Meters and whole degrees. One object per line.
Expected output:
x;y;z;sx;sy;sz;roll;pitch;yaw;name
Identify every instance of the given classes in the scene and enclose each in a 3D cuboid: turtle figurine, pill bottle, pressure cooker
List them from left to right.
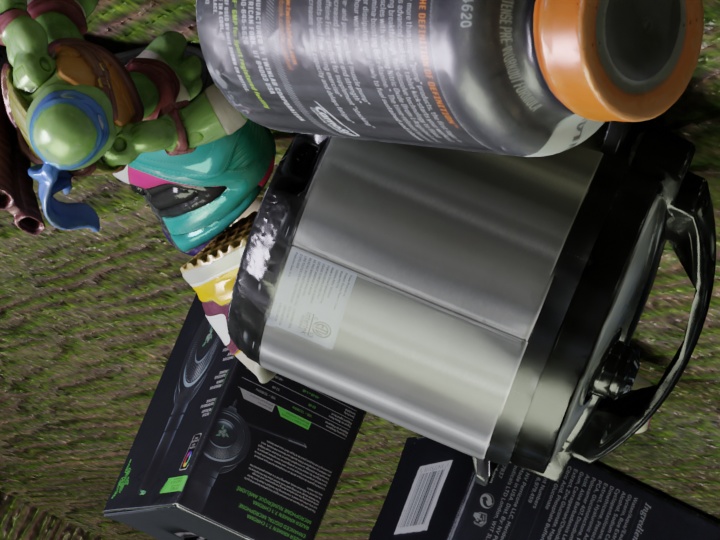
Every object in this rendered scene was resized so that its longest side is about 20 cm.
-0.107;-0.120;1.378;0.143;0.201;0.194;1;-171;-5;turtle figurine
0.036;-0.099;1.149;0.199;0.107;0.106;9;161;46;pill bottle
0.058;-0.003;1.333;0.199;0.179;0.176;22;164;6;pressure cooker

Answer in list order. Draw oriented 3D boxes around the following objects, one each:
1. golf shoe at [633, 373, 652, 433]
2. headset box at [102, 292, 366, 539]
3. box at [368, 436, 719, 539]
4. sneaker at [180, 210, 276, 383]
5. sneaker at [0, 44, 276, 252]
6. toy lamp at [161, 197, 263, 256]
0.101;0.075;1.793;0.091;0.076;0.200;25;168;-25;golf shoe
-0.068;0.090;1.847;0.092;0.201;0.174;26;167;-16;headset box
0.130;0.203;2.141;0.199;0.118;0.197;25;166;-12;box
0.000;0.000;1.537;0.199;0.075;0.090;-17;109;44;sneaker
-0.120;-0.069;1.592;0.199;0.084;0.121;9;151;42;sneaker
-0.039;-0.029;1.654;0.058;0.058;0.200;31;166;-30;toy lamp
